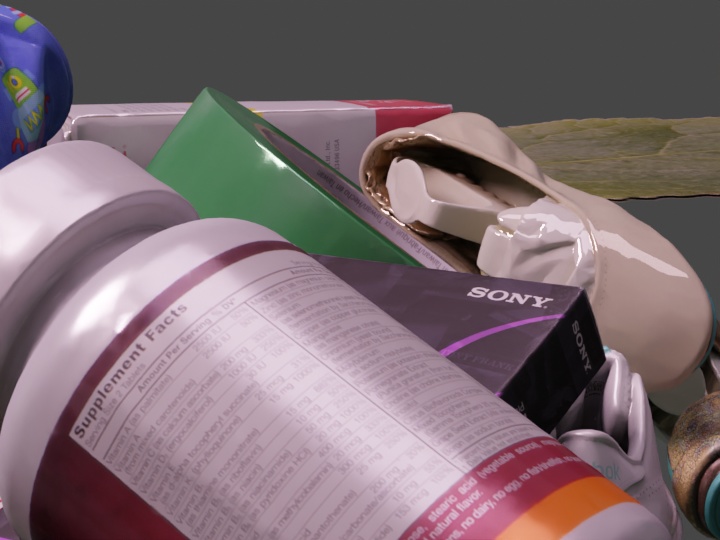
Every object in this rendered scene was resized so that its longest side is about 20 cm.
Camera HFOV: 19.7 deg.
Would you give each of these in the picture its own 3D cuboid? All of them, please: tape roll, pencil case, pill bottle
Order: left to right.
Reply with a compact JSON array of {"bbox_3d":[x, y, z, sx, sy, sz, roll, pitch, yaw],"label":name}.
[{"bbox_3d":[-0.188,-0.049,0.873,0.077,0.087,0.200,1,29,14],"label":"pencil case"},{"bbox_3d":[-0.025,0.055,0.543,0.200,0.110,0.109,36,26,26],"label":"pill bottle"},{"bbox_3d":[0.000,0.000,0.883,0.200,0.048,0.200,37,6,-4],"label":"tape roll"}]

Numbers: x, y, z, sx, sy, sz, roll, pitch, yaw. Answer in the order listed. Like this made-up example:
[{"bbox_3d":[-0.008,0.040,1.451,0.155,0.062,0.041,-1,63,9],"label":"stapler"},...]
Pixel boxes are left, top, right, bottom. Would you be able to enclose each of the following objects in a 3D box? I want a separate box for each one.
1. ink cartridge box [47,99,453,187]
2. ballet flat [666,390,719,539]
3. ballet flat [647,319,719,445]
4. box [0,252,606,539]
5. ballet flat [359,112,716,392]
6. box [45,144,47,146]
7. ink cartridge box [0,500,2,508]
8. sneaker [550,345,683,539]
[{"bbox_3d":[-0.058,-0.013,1.051,0.198,0.146,0.083,-2,9,-18],"label":"ink cartridge box"},{"bbox_3d":[0.216,0.068,0.816,0.198,0.071,0.071,-4,10,-7],"label":"ballet flat"},{"bbox_3d":[0.135,0.041,0.928,0.073,0.068,0.200,55,5,30],"label":"ballet flat"},{"bbox_3d":[-0.029,0.066,0.670,0.142,0.036,0.200,7,38,36],"label":"box"},{"bbox_3d":[0.061,-0.011,0.828,0.069,0.070,0.200,-4,25,-29],"label":"ballet flat"},{"bbox_3d":[-0.260,-0.036,1.098,0.199,0.038,0.137,-25,-17,-9],"label":"box"},{"bbox_3d":[-0.078,0.073,0.771,0.198,0.050,0.161,0,18,-19],"label":"ink cartridge box"},{"bbox_3d":[0.084,0.068,0.755,0.075,0.089,0.200,0,9,2],"label":"sneaker"}]
